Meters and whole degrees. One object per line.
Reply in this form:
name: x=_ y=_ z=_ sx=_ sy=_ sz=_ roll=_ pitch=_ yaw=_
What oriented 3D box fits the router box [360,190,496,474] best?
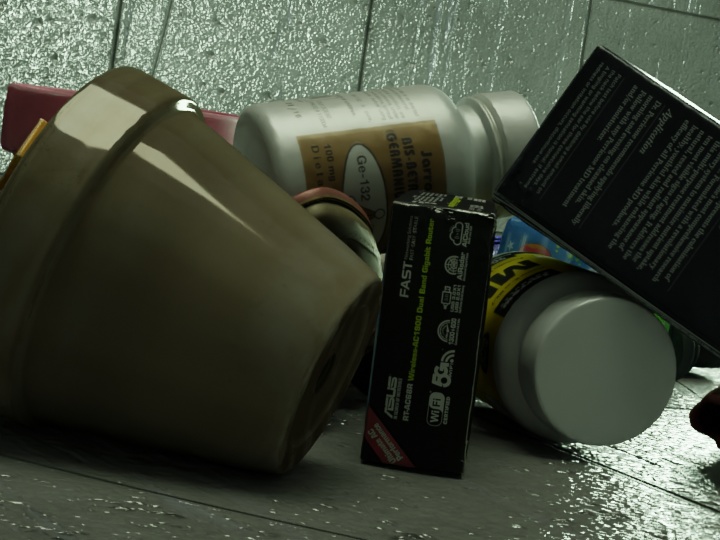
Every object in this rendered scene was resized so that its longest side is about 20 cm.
router box: x=0.044 y=0.031 z=1.144 sx=0.062 sy=0.150 sz=0.200 roll=8 pitch=4 yaw=3

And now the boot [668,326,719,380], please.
boot: x=0.284 y=0.063 z=1.709 sx=0.162 sy=0.073 sz=0.198 roll=9 pitch=3 yaw=-32

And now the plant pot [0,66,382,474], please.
plant pot: x=-0.091 y=0.019 z=0.995 sx=0.173 sy=0.200 sz=0.200 roll=27 pitch=9 yaw=12

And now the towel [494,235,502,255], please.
towel: x=0.053 y=0.010 z=1.626 sx=0.200 sy=0.050 sz=0.148 roll=6 pitch=-31 yaw=-39

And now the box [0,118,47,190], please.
box: x=-0.165 y=-0.014 z=1.325 sx=0.200 sy=0.041 sz=0.119 roll=35 pitch=-33 yaw=-8

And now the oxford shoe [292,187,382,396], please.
oxford shoe: x=-0.009 y=0.016 z=1.240 sx=0.070 sy=0.075 sz=0.200 roll=-27 pitch=-32 yaw=1

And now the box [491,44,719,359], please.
box: x=0.218 y=-0.035 z=1.238 sx=0.197 sy=0.124 sz=0.200 roll=38 pitch=9 yaw=15

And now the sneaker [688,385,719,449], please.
sneaker: x=0.312 y=0.107 z=1.256 sx=0.200 sy=0.076 sz=0.115 roll=-1 pitch=3 yaw=37

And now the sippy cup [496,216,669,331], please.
sippy cup: x=0.159 y=0.024 z=1.552 sx=0.140 sy=0.130 sz=0.178 roll=13 pitch=6 yaw=43

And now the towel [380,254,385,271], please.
towel: x=0.000 y=0.000 z=1.415 sx=0.200 sy=0.035 sz=0.133 roll=-26 pitch=18 yaw=8

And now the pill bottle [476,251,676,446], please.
pill bottle: x=0.131 y=0.052 z=1.262 sx=0.114 sy=0.114 sz=0.200 roll=7 pitch=4 yaw=-13

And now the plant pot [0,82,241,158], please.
plant pot: x=-0.187 y=-0.045 z=1.469 sx=0.200 sy=0.179 sz=0.200 roll=9 pitch=4 yaw=-1

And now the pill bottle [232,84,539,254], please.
pill bottle: x=0.020 y=-0.070 z=1.310 sx=0.200 sy=0.115 sz=0.114 roll=-9 pitch=10 yaw=-19
